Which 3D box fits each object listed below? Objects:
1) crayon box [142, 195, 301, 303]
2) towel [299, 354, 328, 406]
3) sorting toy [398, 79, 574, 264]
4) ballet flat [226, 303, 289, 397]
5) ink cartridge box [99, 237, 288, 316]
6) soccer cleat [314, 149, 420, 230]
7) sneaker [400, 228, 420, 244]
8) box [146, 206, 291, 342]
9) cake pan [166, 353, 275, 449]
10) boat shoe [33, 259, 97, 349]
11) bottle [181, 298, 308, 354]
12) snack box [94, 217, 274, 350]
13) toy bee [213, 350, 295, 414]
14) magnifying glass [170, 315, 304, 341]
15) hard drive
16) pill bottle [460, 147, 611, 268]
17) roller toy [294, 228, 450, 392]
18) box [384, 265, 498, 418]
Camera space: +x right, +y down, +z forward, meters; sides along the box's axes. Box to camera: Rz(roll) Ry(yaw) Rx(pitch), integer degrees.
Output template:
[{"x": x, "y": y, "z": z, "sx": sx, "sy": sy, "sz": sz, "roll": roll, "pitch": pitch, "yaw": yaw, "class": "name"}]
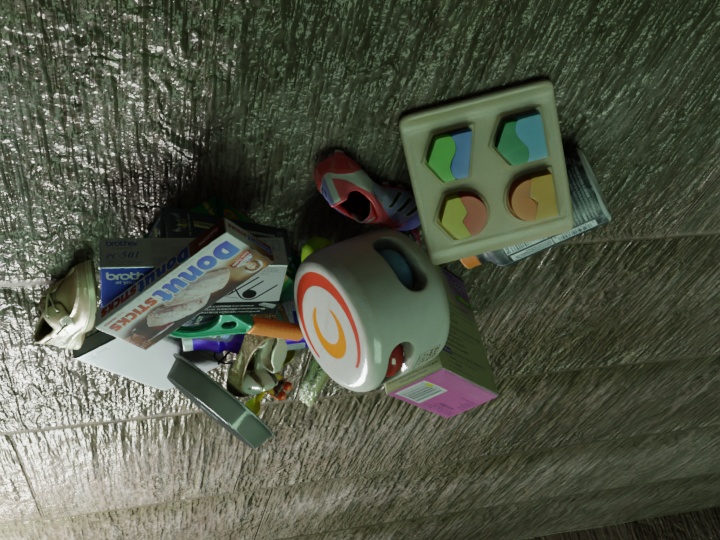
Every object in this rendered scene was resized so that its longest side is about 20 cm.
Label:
[{"x": -0.173, "y": -0.009, "z": 1.136, "sx": 0.119, "sy": 0.058, "sz": 0.200, "roll": -26, "pitch": 147, "yaw": 19, "class": "crayon box"}, {"x": -0.043, "y": 0.116, "z": 1.341, "sx": 0.036, "sy": 0.149, "sz": 0.200, "roll": 29, "pitch": 145, "yaw": 4, "class": "towel"}, {"x": 0.154, "y": -0.110, "z": 1.030, "sx": 0.185, "sy": 0.036, "sz": 0.200, "roll": -14, "pitch": 115, "yaw": 1, "class": "sorting toy"}, {"x": -0.140, "y": 0.129, "z": 1.211, "sx": 0.070, "sy": 0.065, "sz": 0.200, "roll": -18, "pitch": 145, "yaw": -34, "class": "ballet flat"}, {"x": -0.187, "y": 0.008, "z": 0.968, "sx": 0.199, "sy": 0.044, "sz": 0.094, "roll": 0, "pitch": 142, "yaw": -17, "class": "ink cartridge box"}, {"x": 0.015, "y": -0.079, "z": 1.077, "sx": 0.067, "sy": 0.077, "sz": 0.200, "roll": -29, "pitch": 146, "yaw": 25, "class": "soccer cleat"}, {"x": 0.000, "y": 0.000, "z": 1.211, "sx": 0.200, "sy": 0.081, "sz": 0.075, "roll": -36, "pitch": 114, "yaw": 21, "class": "sneaker"}, {"x": -0.196, "y": 0.012, "z": 1.055, "sx": 0.157, "sy": 0.051, "sz": 0.200, "roll": 11, "pitch": 140, "yaw": -30, "class": "box"}, {"x": -0.215, "y": 0.202, "z": 1.310, "sx": 0.037, "sy": 0.200, "sz": 0.200, "roll": -50, "pitch": 155, "yaw": -16, "class": "cake pan"}, {"x": -0.389, "y": 0.050, "z": 1.142, "sx": 0.065, "sy": 0.072, "sz": 0.200, "roll": 2, "pitch": 152, "yaw": -27, "class": "boat shoe"}, {"x": -0.161, "y": 0.083, "z": 1.272, "sx": 0.199, "sy": 0.084, "sz": 0.065, "roll": -7, "pitch": 150, "yaw": -12, "class": "bottle"}, {"x": -0.189, "y": 0.018, "z": 0.922, "sx": 0.200, "sy": 0.024, "sz": 0.072, "roll": -33, "pitch": 137, "yaw": 23, "class": "snack box"}, {"x": -0.155, "y": 0.183, "z": 1.400, "sx": 0.131, "sy": 0.109, "sz": 0.200, "roll": -65, "pitch": 158, "yaw": 9, "class": "toy bee"}, {"x": -0.157, "y": 0.066, "z": 1.084, "sx": 0.200, "sy": 0.022, "sz": 0.080, "roll": 11, "pitch": 140, "yaw": -37, "class": "magnifying glass"}, {"x": -0.325, "y": 0.131, "z": 1.348, "sx": 0.132, "sy": 0.026, "sz": 0.200, "roll": -26, "pitch": 149, "yaw": 20, "class": "hard drive"}, {"x": 0.216, "y": -0.072, "z": 1.140, "sx": 0.200, "sy": 0.106, "sz": 0.106, "roll": -24, "pitch": 148, "yaw": 19, "class": "pill bottle"}, {"x": 0.018, "y": 0.048, "z": 1.083, "sx": 0.139, "sy": 0.201, "sz": 0.182, "roll": -22, "pitch": -164, "yaw": -29, "class": "roller toy"}, {"x": 0.100, "y": 0.094, "z": 1.280, "sx": 0.097, "sy": 0.200, "sz": 0.176, "roll": -27, "pitch": 148, "yaw": 24, "class": "box"}]
